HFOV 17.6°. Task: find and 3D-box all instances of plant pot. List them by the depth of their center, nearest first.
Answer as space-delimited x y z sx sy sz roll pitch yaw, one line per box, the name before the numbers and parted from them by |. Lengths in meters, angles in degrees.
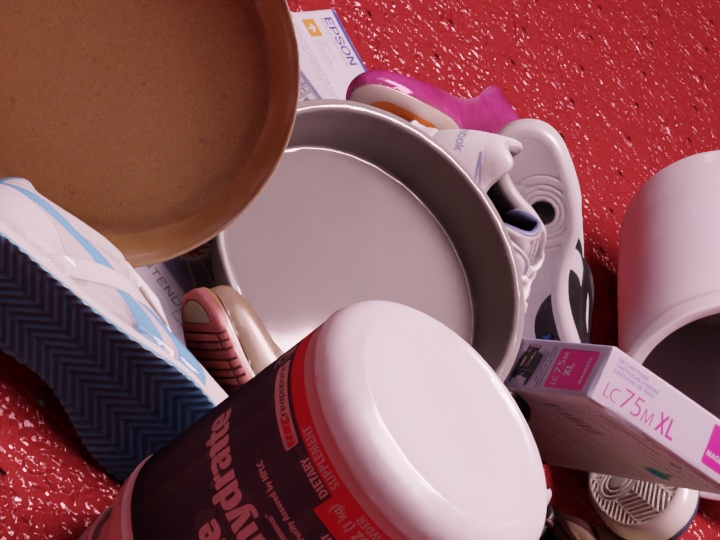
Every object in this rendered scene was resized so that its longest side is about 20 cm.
plant pot | -0.129 -0.101 1.204 0.200 0.200 0.027 53 6 1

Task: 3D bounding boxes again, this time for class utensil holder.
utensil holder | 0.259 0.033 1.623 0.170 0.170 0.200 39 29 -22

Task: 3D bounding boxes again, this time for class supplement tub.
supplement tub | -0.026 0.119 1.080 0.140 0.200 0.140 35 33 -27

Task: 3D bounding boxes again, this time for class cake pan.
cake pan | 0.000 0.000 1.299 0.200 0.037 0.200 17 56 -26

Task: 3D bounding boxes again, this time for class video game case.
video game case | -0.050 -0.008 1.309 0.200 0.023 0.182 -35 87 -43

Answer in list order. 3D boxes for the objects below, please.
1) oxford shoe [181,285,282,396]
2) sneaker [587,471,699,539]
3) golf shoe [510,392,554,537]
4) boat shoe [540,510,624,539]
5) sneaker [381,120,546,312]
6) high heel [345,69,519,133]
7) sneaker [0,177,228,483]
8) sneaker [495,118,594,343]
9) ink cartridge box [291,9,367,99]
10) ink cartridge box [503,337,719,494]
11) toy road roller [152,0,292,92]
oxford shoe | -0.025 0.084 1.211 0.075 0.070 0.200 -35 108 -21
sneaker | 0.184 0.131 1.454 0.085 0.075 0.200 47 8 -19
golf shoe | 0.059 0.152 1.267 0.078 0.094 0.200 28 45 -39
boat shoe | 0.113 0.202 1.329 0.072 0.072 0.200 34 29 -15
sneaker | 0.072 0.004 1.414 0.075 0.087 0.200 -55 138 -50
high heel | 0.047 -0.108 1.483 0.200 0.067 0.096 27 49 -49
sneaker | -0.126 0.033 1.166 0.200 0.076 0.081 47 25 -14
sneaker | 0.111 -0.018 1.505 0.112 0.073 0.200 -71 158 -63
ink cartridge box | -0.036 -0.072 1.443 0.200 0.041 0.200 -9 67 -58
ink cartridge box | 0.119 0.080 1.361 0.119 0.200 0.042 34 72 -28
toy road roller | -0.141 -0.168 1.276 0.146 0.123 0.200 23 18 -39
